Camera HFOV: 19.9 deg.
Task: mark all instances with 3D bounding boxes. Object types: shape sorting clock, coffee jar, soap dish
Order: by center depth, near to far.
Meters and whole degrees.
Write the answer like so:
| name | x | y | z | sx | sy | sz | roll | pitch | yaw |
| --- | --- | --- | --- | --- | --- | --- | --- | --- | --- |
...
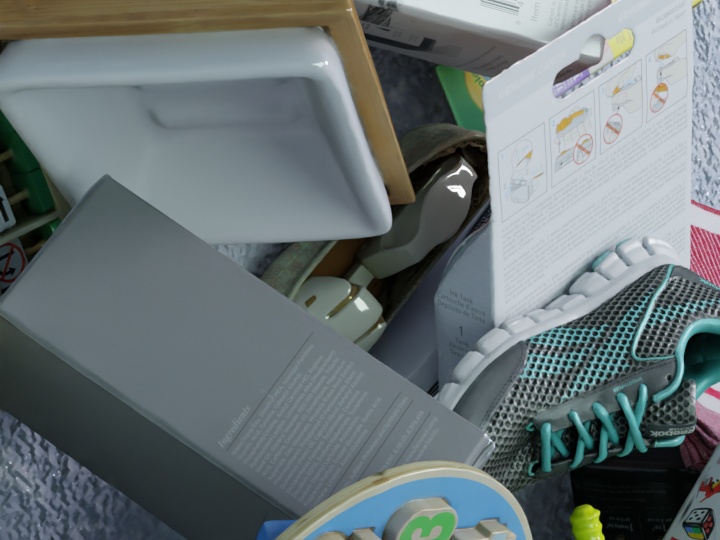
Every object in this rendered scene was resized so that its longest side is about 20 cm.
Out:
| name | x | y | z | sx | sy | sz | roll | pitch | yaw |
| --- | --- | --- | --- | --- | --- | --- | --- | --- | --- |
| shape sorting clock | -0.005 | 0.163 | 0.779 | 0.199 | 0.039 | 0.202 | -23 | 130 | -30 |
| soap dish | -0.065 | -0.079 | 0.870 | 0.200 | 0.156 | 0.082 | 65 | 24 | -69 |
| coffee jar | 0.179 | 0.198 | 1.144 | 0.085 | 0.104 | 0.202 | -11 | 97 | -45 |

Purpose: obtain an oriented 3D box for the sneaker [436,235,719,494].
| name | x | y | z | sx | sy | sz | roll | pitch | yaw |
| --- | --- | --- | --- | --- | --- | --- | --- | --- | --- |
| sneaker | 0.112 | 0.057 | 0.956 | 0.200 | 0.091 | 0.078 | -38 | 136 | -29 |

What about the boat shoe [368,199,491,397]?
| name | x | y | z | sx | sy | sz | roll | pitch | yaw |
| --- | --- | --- | --- | --- | --- | --- | --- | --- | --- |
| boat shoe | 0.069 | 0.013 | 1.084 | 0.068 | 0.071 | 0.200 | 52 | 53 | -24 |

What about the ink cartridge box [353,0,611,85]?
| name | x | y | z | sx | sy | sz | roll | pitch | yaw |
| --- | --- | --- | --- | --- | --- | --- | --- | --- | --- |
| ink cartridge box | 0.024 | -0.185 | 0.998 | 0.198 | 0.085 | 0.147 | 14 | 81 | -17 |

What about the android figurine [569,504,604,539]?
| name | x | y | z | sx | sy | sz | roll | pitch | yaw |
| --- | --- | --- | --- | --- | --- | --- | --- | --- | --- |
| android figurine | 0.105 | 0.213 | 0.962 | 0.181 | 0.041 | 0.202 | -16 | 101 | -39 |

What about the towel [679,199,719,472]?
| name | x | y | z | sx | sy | sz | roll | pitch | yaw |
| --- | --- | --- | --- | --- | --- | --- | --- | --- | --- |
| towel | 0.206 | 0.035 | 1.149 | 0.143 | 0.023 | 0.201 | 18 | 44 | -39 |

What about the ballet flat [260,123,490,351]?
| name | x | y | z | sx | sy | sz | roll | pitch | yaw |
| --- | --- | --- | --- | --- | --- | --- | --- | --- | --- |
| ballet flat | 0.000 | 0.000 | 1.018 | 0.067 | 0.062 | 0.201 | 45 | 69 | -24 |

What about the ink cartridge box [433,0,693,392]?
| name | x | y | z | sx | sy | sz | roll | pitch | yaw |
| --- | --- | --- | --- | --- | --- | --- | --- | --- | --- |
| ink cartridge box | 0.098 | -0.037 | 1.002 | 0.162 | 0.050 | 0.202 | -34 | 130 | -36 |

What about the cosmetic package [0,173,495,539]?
| name | x | y | z | sx | sy | sz | roll | pitch | yaw |
| --- | --- | --- | --- | --- | --- | --- | --- | --- | --- |
| cosmetic package | -0.056 | 0.062 | 0.866 | 0.199 | 0.107 | 0.090 | 37 | 64 | 5 |

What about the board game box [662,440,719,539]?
| name | x | y | z | sx | sy | sz | roll | pitch | yaw |
| --- | --- | --- | --- | --- | --- | --- | --- | --- | --- |
| board game box | 0.231 | 0.141 | 1.062 | 0.127 | 0.034 | 0.200 | -58 | 138 | -11 |

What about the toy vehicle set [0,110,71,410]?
| name | x | y | z | sx | sy | sz | roll | pitch | yaw |
| --- | --- | --- | --- | --- | --- | --- | --- | --- | --- |
| toy vehicle set | -0.193 | -0.033 | 0.898 | 0.124 | 0.026 | 0.202 | -31 | 108 | -35 |

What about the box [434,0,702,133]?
| name | x | y | z | sx | sy | sz | roll | pitch | yaw |
| --- | --- | --- | --- | --- | --- | --- | --- | --- | --- |
| box | 0.098 | -0.159 | 1.119 | 0.199 | 0.048 | 0.118 | -34 | 110 | -35 |
